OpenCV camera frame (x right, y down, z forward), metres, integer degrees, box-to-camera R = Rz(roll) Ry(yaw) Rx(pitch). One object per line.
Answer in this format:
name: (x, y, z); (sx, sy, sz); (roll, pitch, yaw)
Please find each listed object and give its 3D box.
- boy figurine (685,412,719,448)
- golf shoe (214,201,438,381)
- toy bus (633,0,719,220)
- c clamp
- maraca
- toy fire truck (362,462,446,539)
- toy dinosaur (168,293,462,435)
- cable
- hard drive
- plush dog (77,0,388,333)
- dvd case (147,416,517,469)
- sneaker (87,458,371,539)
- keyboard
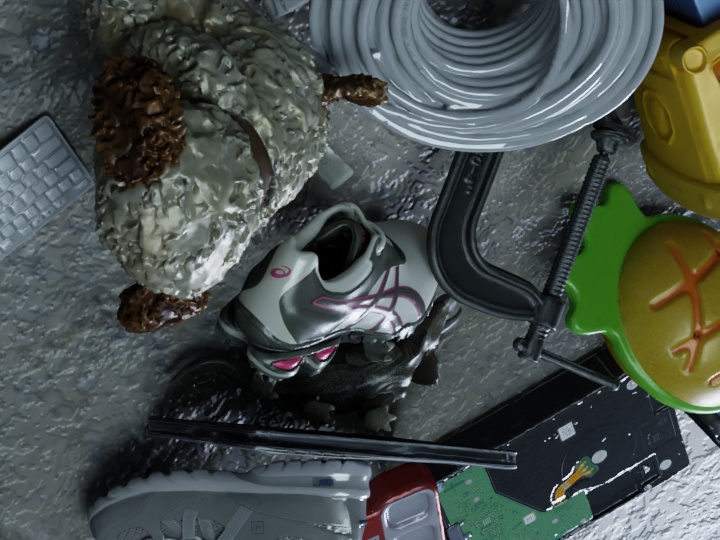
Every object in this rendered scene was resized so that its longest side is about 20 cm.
boy figurine: (0.331, 0.050, 1.302); (0.200, 0.064, 0.124); (-42, 151, 3)
golf shoe: (0.000, 0.000, 1.037); (0.200, 0.077, 0.088); (-29, 152, -53)
toy bus: (0.262, -0.159, 1.090); (0.200, 0.136, 0.192); (-29, 116, -8)
c clamp: (0.122, -0.037, 1.110); (0.171, 0.027, 0.200); (16, 89, -27)
maraca: (0.215, 0.021, 1.196); (0.200, 0.107, 0.137); (30, 64, -26)
toy fire truck: (-0.009, 0.237, 1.226); (0.168, 0.112, 0.200); (-20, 132, -9)
toy dinosaur: (-0.021, 0.073, 1.123); (0.200, 0.102, 0.077); (-16, 91, 1)
cable: (0.070, -0.155, 0.973); (0.200, 0.069, 0.200); (-34, 125, 26)
hard drive: (0.148, 0.147, 1.298); (0.200, 0.038, 0.140); (-30, 132, -6)
plush dog: (-0.083, -0.057, 0.907); (0.160, 0.172, 0.200); (9, 132, 18)
dvd case: (-0.019, 0.115, 1.123); (0.200, 0.149, 0.016); (9, 84, -32)
sneaker: (-0.089, 0.170, 1.111); (0.200, 0.082, 0.075); (-8, 168, 21)
keyboard: (-0.242, -0.007, 0.968); (0.200, 0.011, 0.056); (-41, 135, -13)
